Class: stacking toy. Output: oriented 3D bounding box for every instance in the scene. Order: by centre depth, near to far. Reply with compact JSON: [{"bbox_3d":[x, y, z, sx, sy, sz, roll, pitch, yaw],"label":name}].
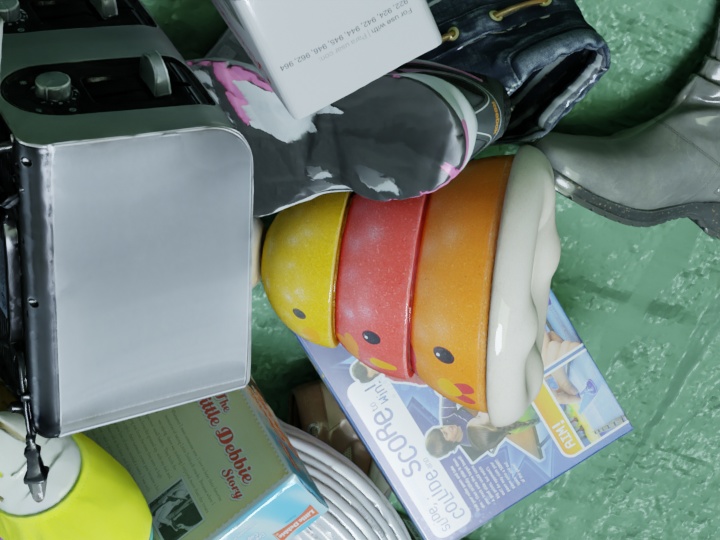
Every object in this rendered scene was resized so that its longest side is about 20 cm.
[{"bbox_3d":[0.000,0.000,1.286,0.200,0.146,0.146,6,125,10],"label":"stacking toy"}]

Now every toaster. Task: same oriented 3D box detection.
[{"bbox_3d":[-0.136,-0.029,1.195,0.118,0.181,0.200,-11,125,-20],"label":"toaster"}]

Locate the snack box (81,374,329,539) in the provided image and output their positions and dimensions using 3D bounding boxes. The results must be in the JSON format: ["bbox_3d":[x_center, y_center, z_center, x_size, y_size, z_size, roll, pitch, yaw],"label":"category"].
[{"bbox_3d":[-0.104,0.090,1.277,0.116,0.200,0.037,-38,130,4],"label":"snack box"}]

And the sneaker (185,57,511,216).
[{"bbox_3d":[-0.012,-0.070,1.229,0.086,0.200,0.081,-21,114,-51],"label":"sneaker"}]

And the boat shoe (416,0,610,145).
[{"bbox_3d":[0.030,-0.088,1.280,0.200,0.091,0.071,-35,143,1],"label":"boat shoe"}]

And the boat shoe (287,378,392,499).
[{"bbox_3d":[-0.025,0.146,1.438,0.072,0.076,0.200,-1,113,-20],"label":"boat shoe"}]

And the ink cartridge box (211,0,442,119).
[{"bbox_3d":[-0.053,-0.191,1.142,0.084,0.146,0.200,-29,127,-3],"label":"ink cartridge box"}]

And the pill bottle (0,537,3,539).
[{"bbox_3d":[-0.264,0.158,1.307,0.200,0.112,0.112,-16,127,-14],"label":"pill bottle"}]

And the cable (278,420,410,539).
[{"bbox_3d":[-0.065,0.173,1.371,0.200,0.069,0.200,26,122,3],"label":"cable"}]

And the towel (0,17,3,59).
[{"bbox_3d":[-0.224,-0.087,1.119,0.035,0.192,0.200,-24,132,-34],"label":"towel"}]

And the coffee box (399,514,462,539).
[{"bbox_3d":[0.074,0.242,1.537,0.200,0.080,0.114,24,109,-35],"label":"coffee box"}]

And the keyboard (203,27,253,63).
[{"bbox_3d":[-0.030,-0.134,1.282,0.056,0.011,0.200,31,105,-36],"label":"keyboard"}]

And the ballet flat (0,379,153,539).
[{"bbox_3d":[-0.183,0.086,1.239,0.067,0.200,0.067,-48,141,-6],"label":"ballet flat"}]

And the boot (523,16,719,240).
[{"bbox_3d":[0.184,-0.091,1.383,0.200,0.068,0.131,9,111,-35],"label":"boot"}]

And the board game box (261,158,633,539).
[{"bbox_3d":[0.044,0.038,1.363,0.135,0.034,0.200,-31,103,-2],"label":"board game box"}]
